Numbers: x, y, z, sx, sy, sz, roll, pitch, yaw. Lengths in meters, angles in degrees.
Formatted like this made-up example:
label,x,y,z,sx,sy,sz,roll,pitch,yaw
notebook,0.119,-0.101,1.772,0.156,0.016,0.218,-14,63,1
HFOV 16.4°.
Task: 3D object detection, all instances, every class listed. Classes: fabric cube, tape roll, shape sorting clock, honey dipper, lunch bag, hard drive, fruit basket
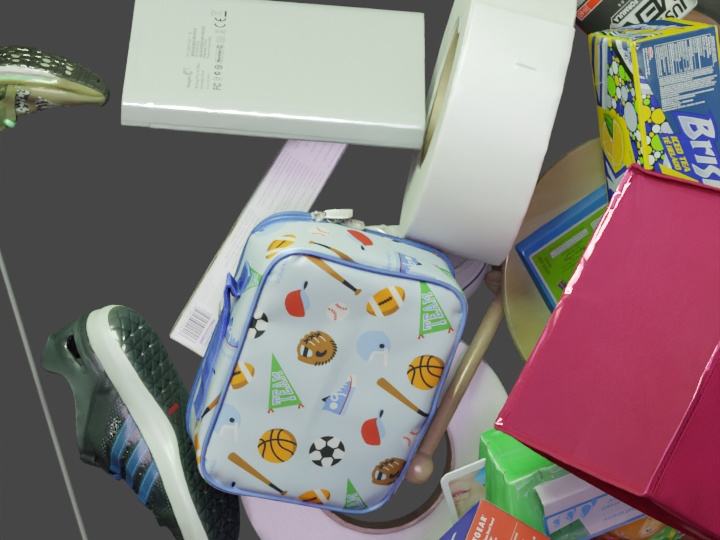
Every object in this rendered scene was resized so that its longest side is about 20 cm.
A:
label,x,y,z,sx,sy,sz,roll,pitch,yaw
fabric cube,0.242,0.072,1.542,0.199,0.196,0.200,30,87,-24
tape roll,0.011,0.128,1.744,0.202,0.037,0.203,0,93,-3
shape sorting clock,0.189,0.004,1.730,0.199,0.039,0.201,0,91,-19
honey dipper,0.079,0.059,1.708,0.038,0.038,0.200,28,69,-4
lunch bag,-0.027,0.057,1.631,0.160,0.076,0.200,13,114,-16
tape roll,0.084,-0.108,1.654,0.071,0.202,0.203,15,92,-3
hard drive,-0.057,-0.137,1.688,0.199,0.132,0.026,5,131,-3
fruit basket,0.160,0.184,1.707,0.185,0.094,0.200,-20,119,-7

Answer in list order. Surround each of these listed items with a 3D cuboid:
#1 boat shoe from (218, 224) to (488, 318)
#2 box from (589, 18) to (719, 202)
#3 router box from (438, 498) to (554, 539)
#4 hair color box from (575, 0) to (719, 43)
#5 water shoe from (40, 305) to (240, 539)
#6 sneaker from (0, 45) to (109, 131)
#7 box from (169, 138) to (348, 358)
label,x,y,z,sx,sy,sz,roll,pitch,yaw
boat shoe,0.000,0.000,1.696,0.199,0.066,0.072,-11,63,-18
box,0.204,-0.061,1.655,0.064,0.070,0.201,-12,104,-18
router box,0.105,0.257,1.678,0.179,0.200,0.049,32,50,-8
hair color box,0.243,-0.155,1.707,0.200,0.061,0.102,42,131,-4
water shoe,-0.150,0.121,1.731,0.079,0.071,0.200,-21,96,26
sneaker,-0.269,-0.105,1.710,0.199,0.077,0.089,-1,106,2
box,-0.066,-0.030,1.731,0.041,0.039,0.200,30,91,-5
